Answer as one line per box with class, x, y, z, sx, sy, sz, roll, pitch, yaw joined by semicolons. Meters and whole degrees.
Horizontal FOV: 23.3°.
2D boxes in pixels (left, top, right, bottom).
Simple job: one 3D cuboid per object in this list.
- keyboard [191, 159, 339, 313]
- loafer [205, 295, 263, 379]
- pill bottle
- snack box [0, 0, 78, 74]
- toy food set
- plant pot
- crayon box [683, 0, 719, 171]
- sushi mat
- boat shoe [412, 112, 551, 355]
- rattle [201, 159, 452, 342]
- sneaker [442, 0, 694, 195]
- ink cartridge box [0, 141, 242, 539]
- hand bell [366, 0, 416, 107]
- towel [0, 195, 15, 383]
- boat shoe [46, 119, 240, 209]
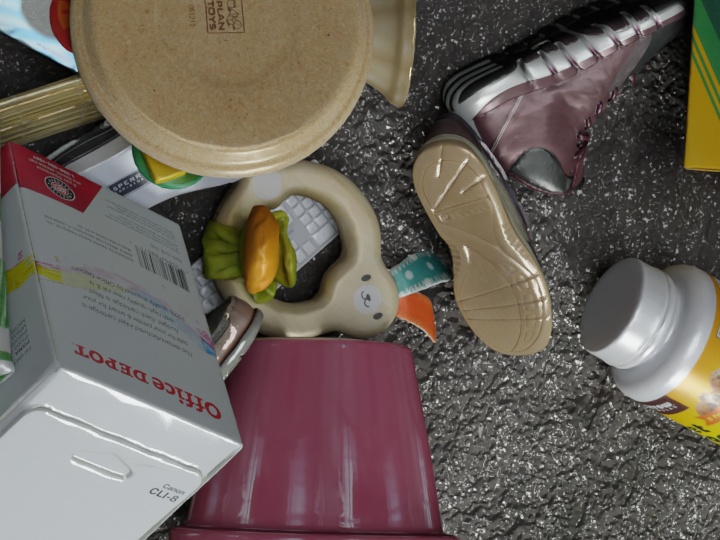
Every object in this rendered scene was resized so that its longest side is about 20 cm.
keyboard;-0.091;0.006;1.236;0.200;0.011;0.056;-42;109;-8
loafer;-0.146;0.082;1.166;0.063;0.072;0.200;39;116;-10
pill bottle;0.266;0.067;1.319;0.199;0.109;0.110;27;89;-21
snack box;-0.242;-0.224;1.113;0.199;0.037;0.117;28;89;-10
toy food set;-0.090;-0.155;1.096;0.197;0.049;0.202;-20;87;-15
plant pot;-0.030;0.140;1.195;0.198;0.200;0.181;5;82;-20
crayon box;0.273;-0.146;1.277;0.051;0.126;0.202;4;99;19
sushi mat;-0.222;-0.097;1.132;0.199;0.096;0.012;-20;78;-15
boat shoe;0.093;-0.026;1.260;0.071;0.065;0.201;-11;127;24
rattle;0.000;0.000;1.197;0.199;0.143;0.131;30;68;-19
sneaker;0.165;-0.123;1.279;0.199;0.076;0.116;-24;111;-3
ink cartridge box;-0.186;0.057;1.073;0.145;0.201;0.145;29;117;-38
hand bell;-0.068;-0.166;1.165;0.198;0.104;0.105;2;99;-8
towel;-0.260;0.017;1.045;0.152;0.201;0.023;-37;134;26
boat shoe;-0.139;-0.082;1.172;0.199;0.068;0.072;-30;128;-4
